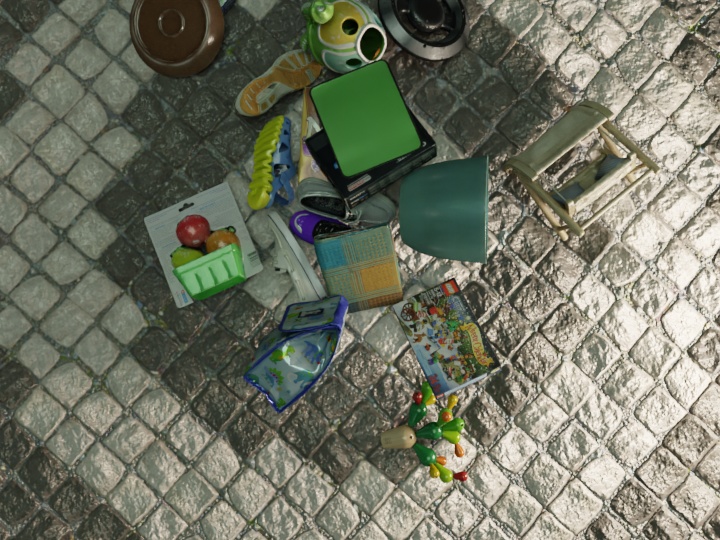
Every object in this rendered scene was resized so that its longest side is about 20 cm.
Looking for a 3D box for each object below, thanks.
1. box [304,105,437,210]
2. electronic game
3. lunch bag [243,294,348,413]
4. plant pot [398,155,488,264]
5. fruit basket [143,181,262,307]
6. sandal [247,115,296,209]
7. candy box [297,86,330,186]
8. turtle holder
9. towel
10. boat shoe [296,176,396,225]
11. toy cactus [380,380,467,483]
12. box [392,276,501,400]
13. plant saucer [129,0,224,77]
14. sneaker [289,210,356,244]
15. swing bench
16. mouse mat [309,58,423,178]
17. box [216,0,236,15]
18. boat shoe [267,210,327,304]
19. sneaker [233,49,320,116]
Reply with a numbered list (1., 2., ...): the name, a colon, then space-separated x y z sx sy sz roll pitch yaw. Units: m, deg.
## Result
1. box: 0.019 -0.230 1.281 0.200 0.046 0.159 -31 67 -3
2. electronic game: 0.126 -0.504 1.344 0.199 0.042 0.201 6 75 -22
3. lunch bag: -0.105 0.136 1.263 0.200 0.170 0.127 -40 101 12
4. plant pot: 0.158 -0.113 1.286 0.160 0.201 0.201 1 88 11
5. fruit basket: -0.309 -0.051 1.347 0.185 0.094 0.200 -25 73 -1
6. sandal: -0.165 -0.208 1.355 0.087 0.079 0.201 16 79 -36
7. candy box: -0.060 -0.257 1.357 0.116 0.056 0.201 3 87 0
8. turtle holder: -0.028 -0.458 1.294 0.141 0.186 0.132 -45 51 -17
9. towel: 0.000 0.000 1.300 0.146 0.022 0.200 -11 132 3
10. boat shoe: -0.028 -0.119 1.313 0.200 0.072 0.070 15 130 -9
11. toy cactus: 0.122 0.322 1.326 0.165 0.102 0.201 -13 97 9
12. box: 0.164 0.129 1.315 0.136 0.038 0.200 -25 65 0
13. plant saucer: -0.371 -0.487 1.354 0.200 0.034 0.201 2 100 9
14. sneaker: -0.044 -0.068 1.327 0.200 0.100 0.070 24 86 0
15. swing bench: 0.417 -0.197 1.317 0.199 0.130 0.200 -39 88 -1
16. mouse mat: 0.008 -0.281 1.258 0.161 0.008 0.200 -22 77 1
17. box: -0.323 -0.619 1.377 0.200 0.040 0.137 39 88 1
18. boat shoe: -0.142 -0.019 1.345 0.070 0.071 0.200 -30 95 -4
19. sneaker: -0.170 -0.372 1.354 0.200 0.088 0.076 -37 110 -23
